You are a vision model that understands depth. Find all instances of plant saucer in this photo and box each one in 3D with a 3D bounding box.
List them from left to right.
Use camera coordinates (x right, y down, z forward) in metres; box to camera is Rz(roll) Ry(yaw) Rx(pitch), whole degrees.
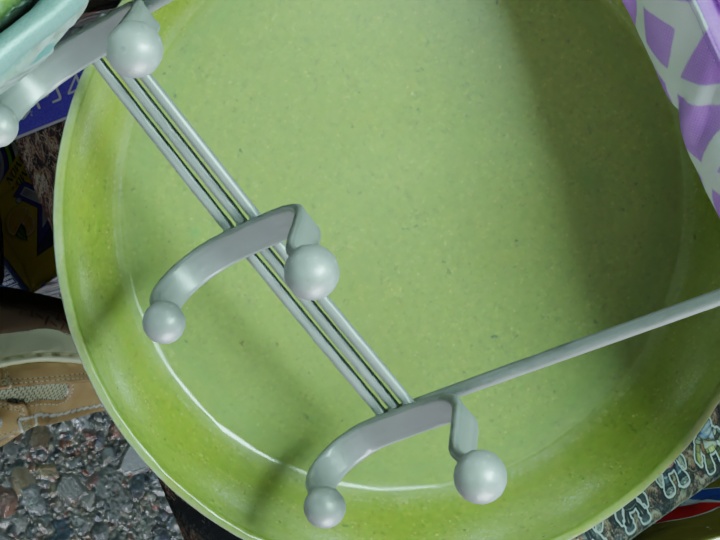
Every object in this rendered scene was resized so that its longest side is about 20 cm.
[{"bbox_3d":[0.015,-0.016,0.752,0.199,0.201,0.031,-15,-171,-7],"label":"plant saucer"}]

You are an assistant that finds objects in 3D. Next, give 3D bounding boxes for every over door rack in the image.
[{"bbox_3d":[0.017,-0.025,0.651,0.200,0.148,0.067,-28,-160,34],"label":"over door rack"}]

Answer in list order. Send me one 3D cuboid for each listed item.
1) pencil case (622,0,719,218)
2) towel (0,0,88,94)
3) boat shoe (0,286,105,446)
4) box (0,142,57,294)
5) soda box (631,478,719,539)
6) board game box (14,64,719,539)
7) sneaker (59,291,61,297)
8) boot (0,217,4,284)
[{"bbox_3d":[0.118,-0.047,0.699,0.084,0.201,0.085,-27,-179,21],"label":"pencil case"},{"bbox_3d":[-0.155,-0.009,0.639,0.200,0.048,0.171,-44,-169,-24],"label":"towel"},{"bbox_3d":[-0.148,0.043,0.910,0.071,0.076,0.200,11,-176,37],"label":"boat shoe"},{"bbox_3d":[-0.155,-0.020,1.079,0.070,0.064,0.200,-38,-170,-26],"label":"box"},{"bbox_3d":[0.095,0.105,0.898,0.067,0.064,0.200,-13,-177,-13],"label":"soda box"},{"bbox_3d":[0.000,0.000,0.862,0.159,0.201,0.097,-17,-172,47],"label":"board game box"},{"bbox_3d":[-0.050,-0.042,1.170,0.199,0.094,0.070,-12,166,35],"label":"sneaker"},{"bbox_3d":[-0.162,-0.031,0.863,0.075,0.074,0.200,-14,169,7],"label":"boot"}]
